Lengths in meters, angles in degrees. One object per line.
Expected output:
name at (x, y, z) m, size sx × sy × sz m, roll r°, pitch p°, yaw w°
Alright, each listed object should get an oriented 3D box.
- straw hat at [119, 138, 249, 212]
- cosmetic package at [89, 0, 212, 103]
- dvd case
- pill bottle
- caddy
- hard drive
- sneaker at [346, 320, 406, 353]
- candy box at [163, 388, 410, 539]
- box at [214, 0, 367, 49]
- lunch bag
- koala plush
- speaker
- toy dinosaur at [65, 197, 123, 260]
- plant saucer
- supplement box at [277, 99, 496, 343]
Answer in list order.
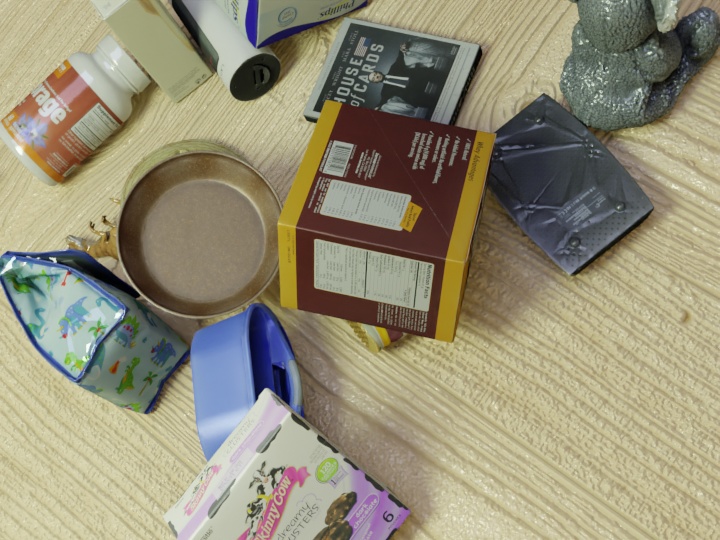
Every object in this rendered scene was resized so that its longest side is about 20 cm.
straw hat at (-0.211, -0.098, 1.289) m, size 0.196 × 0.085 × 0.205 m, roll 1°, pitch 66°, yaw -1°
cosmetic package at (-0.282, -0.322, 1.367) m, size 0.071 × 0.200 × 0.106 m, roll -37°, pitch 63°, yaw 0°
dvd case at (0.040, -0.238, 1.328) m, size 0.197 × 0.025 × 0.153 m, roll 17°, pitch 75°, yaw 22°
pill bottle at (-0.384, -0.221, 1.410) m, size 0.200 × 0.112 × 0.112 m, roll -44°, pitch 63°, yaw -3°
caddy at (-0.112, 0.138, 1.163) m, size 0.103 × 0.141 × 0.204 m, roll -17°, pitch 65°, yaw 16°
hard drive at (0.228, -0.097, 1.199) m, size 0.134 × 0.042 × 0.201 m, roll -38°, pitch 62°, yaw 0°
sneaker at (0.000, 0.000, 1.227) m, size 0.089 × 0.075 × 0.201 m, roll -30°, pitch 65°, yaw -10°
candy box at (-0.073, 0.251, 1.070) m, size 0.169 × 0.200 × 0.071 m, roll -50°, pitch 30°, yaw -6°
box at (-0.112, -0.415, 1.363) m, size 0.182 × 0.106 × 0.201 m, roll -27°, pitch 61°, yaw -24°
lunch bag at (-0.326, 0.060, 1.247) m, size 0.198 × 0.170 × 0.128 m, roll 30°, pitch 80°, yaw 28°
koala plush at (0.294, -0.274, 1.155) m, size 0.175 × 0.201 × 0.185 m, roll 27°, pitch 75°, yaw 25°
speaker at (-0.185, -0.323, 1.404) m, size 0.081 × 0.081 × 0.201 m, roll -35°, pitch 63°, yaw 2°
toy dinosaur at (-0.292, -0.034, 1.347) m, size 0.197 × 0.060 × 0.109 m, roll 12°, pitch 93°, yaw 30°
plant saucer at (-0.183, -0.039, 1.213) m, size 0.196 × 0.037 × 0.205 m, roll 1°, pitch 73°, yaw -4°
supplement box at (0.031, -0.056, 1.140) m, size 0.196 × 0.134 × 0.199 m, roll 12°, pitch 50°, yaw 7°
